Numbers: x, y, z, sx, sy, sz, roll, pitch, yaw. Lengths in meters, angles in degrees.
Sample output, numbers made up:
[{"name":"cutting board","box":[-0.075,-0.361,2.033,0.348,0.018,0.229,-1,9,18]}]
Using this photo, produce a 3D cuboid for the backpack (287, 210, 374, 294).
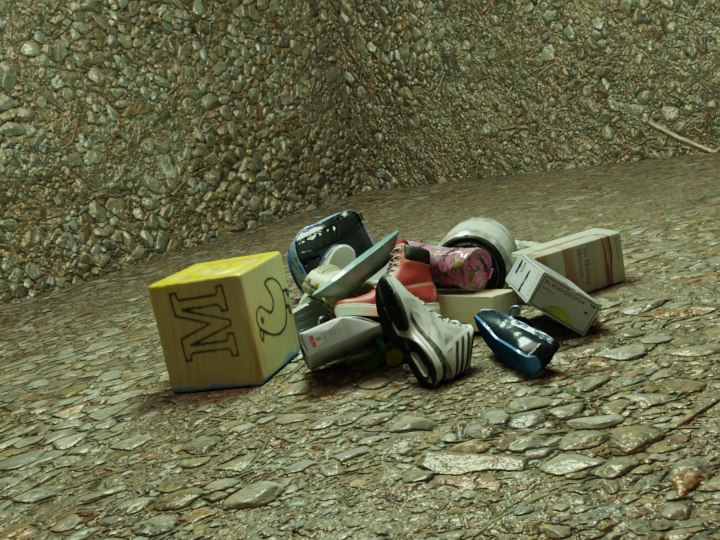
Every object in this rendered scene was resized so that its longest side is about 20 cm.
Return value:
[{"name":"backpack","box":[-0.074,-0.026,2.196,0.198,0.185,0.147,-21,-10,-27]}]

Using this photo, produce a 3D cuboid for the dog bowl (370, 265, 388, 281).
[{"name":"dog bowl","box":[0.059,0.037,1.964,0.198,0.080,0.200,-12,11,2]}]

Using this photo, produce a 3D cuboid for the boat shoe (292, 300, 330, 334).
[{"name":"boat shoe","box":[-0.127,0.105,1.840,0.198,0.073,0.062,-16,5,-13]}]

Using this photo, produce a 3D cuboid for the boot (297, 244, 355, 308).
[{"name":"boot","box":[-0.078,0.036,1.926,0.201,0.072,0.090,-57,14,-4]}]

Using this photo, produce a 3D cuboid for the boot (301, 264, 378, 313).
[{"name":"boot","box":[-0.055,0.065,1.761,0.154,0.073,0.200,23,42,26]}]

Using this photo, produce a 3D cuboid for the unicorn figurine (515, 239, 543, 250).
[{"name":"unicorn figurine","box":[0.327,-0.033,2.027,0.136,0.075,0.199,-7,-2,-43]}]

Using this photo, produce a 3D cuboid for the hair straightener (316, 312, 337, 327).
[{"name":"hair straightener","box":[-0.005,0.114,1.659,0.198,0.078,0.041,-1,25,-33]}]

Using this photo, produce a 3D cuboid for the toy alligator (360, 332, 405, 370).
[{"name":"toy alligator","box":[0.091,0.119,1.553,0.198,0.055,0.059,-15,11,-14]}]

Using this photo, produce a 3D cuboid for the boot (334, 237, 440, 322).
[{"name":"boot","box":[0.039,0.017,1.595,0.198,0.146,0.072,-4,-12,-26]}]

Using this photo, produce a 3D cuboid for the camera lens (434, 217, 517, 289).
[{"name":"camera lens","box":[0.231,-0.016,1.822,0.158,0.162,0.200,-8,11,18]}]

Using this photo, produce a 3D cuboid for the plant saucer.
[{"name":"plant saucer","box":[0.000,0.000,1.687,0.200,0.039,0.201,-36,3,2]}]

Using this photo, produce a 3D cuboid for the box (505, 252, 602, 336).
[{"name":"box","box":[0.324,0.036,1.554,0.116,0.061,0.200,29,8,-7]}]

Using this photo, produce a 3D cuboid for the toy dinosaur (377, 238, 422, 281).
[{"name":"toy dinosaur","box":[0.079,0.033,1.835,0.199,0.103,0.077,-38,-6,21]}]

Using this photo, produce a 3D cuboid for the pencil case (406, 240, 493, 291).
[{"name":"pencil case","box":[0.147,-0.009,1.685,0.199,0.084,0.086,7,30,46]}]

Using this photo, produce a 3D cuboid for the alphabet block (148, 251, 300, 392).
[{"name":"alphabet block","box":[-0.246,0.092,1.677,0.194,0.202,0.195,-8,11,19]}]

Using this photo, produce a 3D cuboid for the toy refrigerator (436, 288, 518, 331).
[{"name":"toy refrigerator","box":[0.187,0.074,1.658,0.075,0.071,0.199,-12,8,-43]}]

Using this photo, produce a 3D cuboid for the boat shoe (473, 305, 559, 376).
[{"name":"boat shoe","box":[0.243,0.107,1.405,0.068,0.085,0.200,-32,28,-8]}]

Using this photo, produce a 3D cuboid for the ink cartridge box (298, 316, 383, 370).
[{"name":"ink cartridge box","box":[-0.007,0.100,1.544,0.198,0.051,0.162,-26,-11,-8]}]

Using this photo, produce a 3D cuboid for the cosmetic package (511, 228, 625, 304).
[{"name":"cosmetic package","box":[0.399,-0.007,1.747,0.198,0.105,0.087,-18,13,-20]}]

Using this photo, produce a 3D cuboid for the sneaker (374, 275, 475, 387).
[{"name":"sneaker","box":[0.107,0.087,1.444,0.114,0.202,0.076,-11,-32,-32]}]
